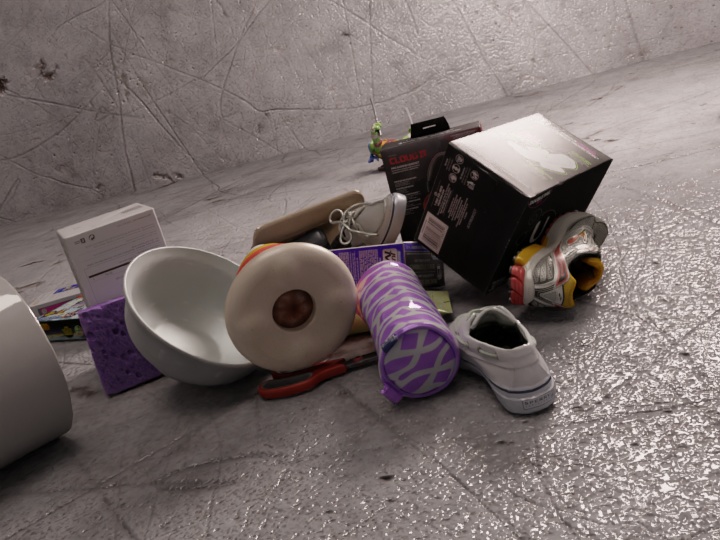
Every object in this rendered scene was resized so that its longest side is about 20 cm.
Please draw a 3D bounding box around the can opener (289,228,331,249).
[{"bbox_3d":[-0.128,0.016,1.105,0.199,0.067,0.053,-29,-25,-2],"label":"can opener"}]

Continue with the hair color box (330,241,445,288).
[{"bbox_3d":[0.000,0.000,1.010,0.199,0.065,0.109,-3,0,32],"label":"hair color box"}]

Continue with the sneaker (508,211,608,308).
[{"bbox_3d":[0.244,-0.006,0.869,0.082,0.078,0.200,14,34,33],"label":"sneaker"}]

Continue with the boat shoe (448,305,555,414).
[{"bbox_3d":[0.131,0.064,0.723,0.073,0.067,0.200,-18,16,-10],"label":"boat shoe"}]

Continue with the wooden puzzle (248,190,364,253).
[{"bbox_3d":[-0.098,-0.047,1.169,0.184,0.037,0.200,-24,-17,-24],"label":"wooden puzzle"}]

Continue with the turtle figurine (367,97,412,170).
[{"bbox_3d":[0.102,-0.351,1.932,0.193,0.144,0.201,24,82,39],"label":"turtle figurine"}]

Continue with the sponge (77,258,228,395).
[{"bbox_3d":[-0.247,0.070,0.971,0.199,0.112,0.030,-21,12,-18],"label":"sponge"}]

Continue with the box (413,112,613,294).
[{"bbox_3d":[0.189,-0.088,0.939,0.199,0.149,0.124,-24,54,-41],"label":"box"}]

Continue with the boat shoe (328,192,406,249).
[{"bbox_3d":[-0.004,-0.061,1.092,0.086,0.075,0.202,13,-21,-16],"label":"boat shoe"}]

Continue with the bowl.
[{"bbox_3d":[-0.194,0.069,0.897,0.200,0.091,0.201,23,31,-14],"label":"bowl"}]

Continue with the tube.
[{"bbox_3d":[0.011,0.052,0.921,0.199,0.052,0.058,-9,58,4],"label":"tube"}]

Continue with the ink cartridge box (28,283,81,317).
[{"bbox_3d":[-0.528,0.044,1.454,0.199,0.037,0.095,-18,16,-1],"label":"ink cartridge box"}]

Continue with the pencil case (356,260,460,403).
[{"bbox_3d":[0.042,0.059,0.786,0.086,0.084,0.200,-53,17,13],"label":"pencil case"}]

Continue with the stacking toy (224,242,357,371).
[{"bbox_3d":[-0.100,0.013,0.876,0.145,0.147,0.200,-20,26,-14],"label":"stacking toy"}]

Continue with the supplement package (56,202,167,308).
[{"bbox_3d":[-0.312,0.024,1.023,0.119,0.201,0.121,-22,17,-22],"label":"supplement package"}]

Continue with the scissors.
[{"bbox_3d":[-0.014,0.106,0.823,0.199,0.014,0.073,-11,14,11],"label":"scissors"}]

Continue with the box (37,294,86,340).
[{"bbox_3d":[-0.437,0.070,1.275,0.199,0.040,0.137,-6,18,30],"label":"box"}]

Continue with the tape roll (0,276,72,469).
[{"bbox_3d":[-0.425,0.120,0.813,0.202,0.204,0.139,2,23,46],"label":"tape roll"}]

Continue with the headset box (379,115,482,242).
[{"bbox_3d":[0.119,-0.121,1.106,0.148,0.201,0.075,-11,15,12],"label":"headset box"}]
